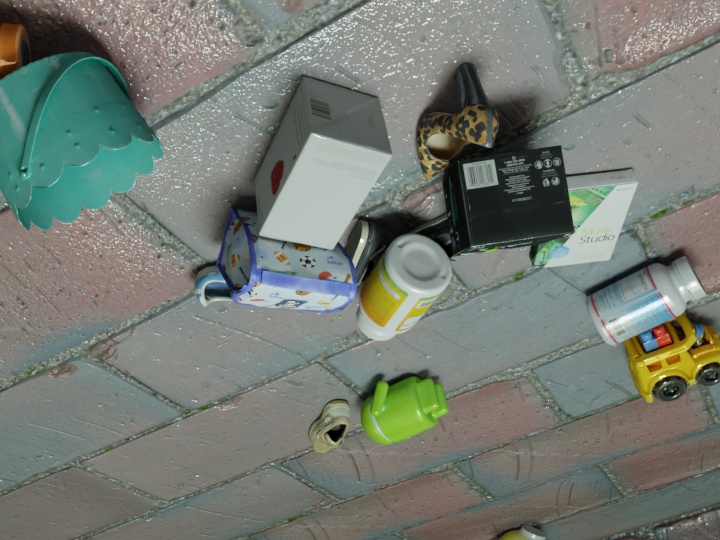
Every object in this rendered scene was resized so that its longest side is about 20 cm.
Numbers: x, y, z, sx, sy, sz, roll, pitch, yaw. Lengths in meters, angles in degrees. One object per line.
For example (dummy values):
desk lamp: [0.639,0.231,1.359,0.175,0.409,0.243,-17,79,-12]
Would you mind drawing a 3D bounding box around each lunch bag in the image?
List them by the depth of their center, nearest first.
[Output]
lunch bag: [-0.113,-0.005,1.168,0.170,0.200,0.124,9,104,-25]

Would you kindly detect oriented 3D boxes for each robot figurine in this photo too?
robot figurine: [0.087,0.304,1.677,0.200,0.116,0.175,-28,146,22]

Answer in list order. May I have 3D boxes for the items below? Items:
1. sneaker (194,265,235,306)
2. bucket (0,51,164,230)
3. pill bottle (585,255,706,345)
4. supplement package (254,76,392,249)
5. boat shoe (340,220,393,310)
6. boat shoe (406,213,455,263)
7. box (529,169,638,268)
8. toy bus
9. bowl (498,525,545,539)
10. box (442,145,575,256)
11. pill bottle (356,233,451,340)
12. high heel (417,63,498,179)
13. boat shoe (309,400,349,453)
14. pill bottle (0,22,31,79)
sneaker: [-0.180,0.018,1.303,0.199,0.073,0.072,-13,140,2]
bucket: [-0.353,-0.156,0.933,0.207,0.135,0.207,-33,180,0]
pill bottle: [0.539,0.055,1.471,0.200,0.109,0.109,-30,138,23]
supplement package: [-0.059,-0.144,1.087,0.119,0.122,0.200,10,137,-24]
boat shoe: [0.000,0.000,1.318,0.063,0.073,0.200,8,134,-16]
boat shoe: [0.130,-0.042,1.302,0.200,0.062,0.075,-29,139,25]
box: [0.375,-0.084,1.323,0.144,0.036,0.200,-7,141,-4]
toy bus: [0.648,0.152,1.617,0.200,0.136,0.192,-23,124,13]
bowl: [0.535,0.881,2.477,0.200,0.200,0.108,18,92,-30]
box: [0.208,-0.095,1.133,0.148,0.125,0.200,-8,177,0]
pill bottle: [0.062,0.037,1.285,0.111,0.111,0.200,6,148,-19]
high heel: [0.130,-0.166,1.081,0.071,0.143,0.200,3,140,-16]
boat shoe: [-0.069,0.371,1.768,0.072,0.065,0.200,6,139,-19]
pill bottle: [-0.484,-0.248,0.880,0.199,0.106,0.106,-1,141,-12]
